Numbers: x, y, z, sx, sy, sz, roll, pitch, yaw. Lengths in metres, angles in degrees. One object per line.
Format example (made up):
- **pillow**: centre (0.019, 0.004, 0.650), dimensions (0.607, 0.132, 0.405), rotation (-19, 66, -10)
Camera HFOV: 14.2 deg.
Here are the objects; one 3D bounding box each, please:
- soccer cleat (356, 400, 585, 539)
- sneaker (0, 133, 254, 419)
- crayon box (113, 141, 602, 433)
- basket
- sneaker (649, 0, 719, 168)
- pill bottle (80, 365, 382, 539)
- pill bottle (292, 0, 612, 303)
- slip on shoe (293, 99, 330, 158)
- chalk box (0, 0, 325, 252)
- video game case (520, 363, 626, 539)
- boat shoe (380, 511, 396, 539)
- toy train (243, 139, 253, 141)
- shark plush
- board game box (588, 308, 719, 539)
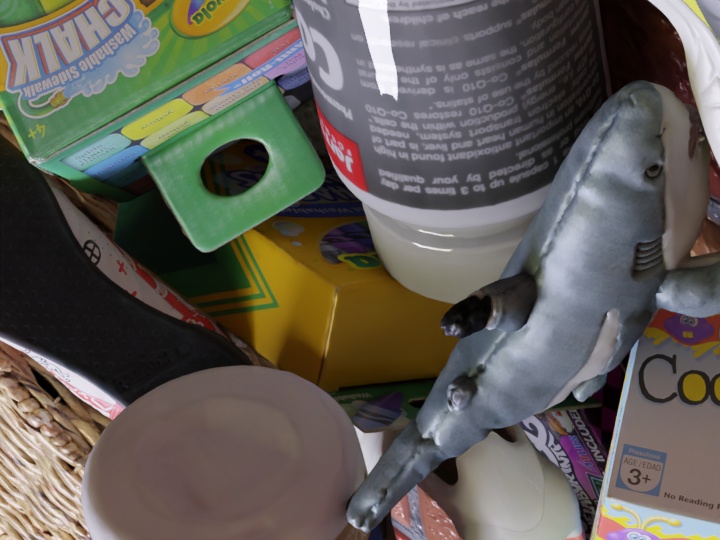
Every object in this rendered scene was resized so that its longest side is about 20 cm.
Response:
- **soccer cleat**: centre (0.033, 0.066, 1.238), dimensions (0.078, 0.069, 0.200), rotation (57, 170, -27)
- **sneaker**: centre (-0.136, 0.002, 1.195), dimensions (0.201, 0.067, 0.108), rotation (40, 172, -19)
- **crayon box**: centre (0.000, 0.000, 1.219), dimensions (0.200, 0.126, 0.052), rotation (35, 121, 47)
- **basket**: centre (-0.140, 0.027, 1.339), dimensions (0.200, 0.143, 0.149), rotation (45, 153, 3)
- **sneaker**: centre (0.140, -0.103, 0.960), dimensions (0.085, 0.074, 0.200), rotation (6, 139, 49)
- **pill bottle**: centre (-0.039, 0.144, 1.164), dimensions (0.111, 0.111, 0.200), rotation (31, 148, 37)
- **pill bottle**: centre (0.035, -0.089, 1.088), dimensions (0.114, 0.114, 0.200), rotation (31, 148, 37)
- **slip on shoe**: centre (-0.061, -0.119, 1.284), dimensions (0.200, 0.074, 0.061), rotation (36, -174, 18)
- **chalk box**: centre (-0.087, -0.108, 1.164), dimensions (0.200, 0.125, 0.124), rotation (61, -173, 11)
- **video game case**: centre (0.085, 0.092, 1.339), dimensions (0.181, 0.036, 0.200), rotation (4, 128, 60)
- **boat shoe**: centre (-0.020, 0.091, 1.357), dimensions (0.070, 0.070, 0.200), rotation (62, -175, -21)
- **toy train**: centre (-0.058, -0.074, 1.361), dimensions (0.200, 0.034, 0.046), rotation (52, 159, 0)
- **shark plush**: centre (0.055, 0.009, 1.050), dimensions (0.200, 0.083, 0.091), rotation (-39, 66, 23)
- **board game box**: centre (0.143, 0.108, 1.141), dimensions (0.105, 0.103, 0.200), rotation (12, 146, 6)
